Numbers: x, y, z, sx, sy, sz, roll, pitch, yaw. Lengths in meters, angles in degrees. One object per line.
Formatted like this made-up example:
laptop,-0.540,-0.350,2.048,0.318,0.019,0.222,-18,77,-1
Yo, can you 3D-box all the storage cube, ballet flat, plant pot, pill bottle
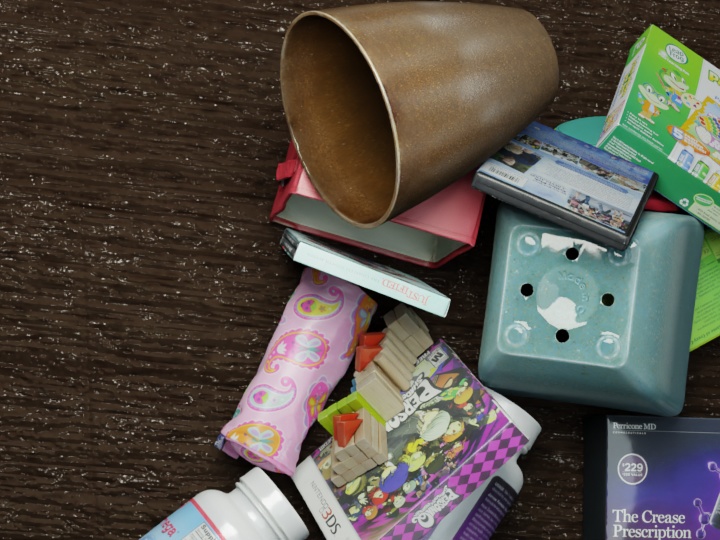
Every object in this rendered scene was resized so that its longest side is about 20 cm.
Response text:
storage cube,0.029,-0.118,1.557,0.200,0.171,0.180,15,80,-8
ballet flat,0.199,-0.110,1.635,0.200,0.067,0.067,-12,126,-37
plant pot,0.205,0.027,1.521,0.196,0.200,0.196,7,87,15
pill bottle,-0.150,0.274,1.515,0.200,0.109,0.109,-37,92,-12
plant pot,0.063,-0.154,1.405,0.200,0.187,0.187,-21,88,-26
pill bottle,0.085,0.211,1.563,0.111,0.111,0.200,36,79,-5

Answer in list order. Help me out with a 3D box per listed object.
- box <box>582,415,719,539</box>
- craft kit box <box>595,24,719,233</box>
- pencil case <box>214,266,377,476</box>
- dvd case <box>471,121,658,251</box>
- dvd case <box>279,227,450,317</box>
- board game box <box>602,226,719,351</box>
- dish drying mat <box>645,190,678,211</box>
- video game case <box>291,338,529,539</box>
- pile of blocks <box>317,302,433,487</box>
box,0.325,0.215,1.625,0.200,0.079,0.141,2,81,-10
craft kit box,0.341,-0.129,1.625,0.200,0.049,0.198,33,39,-6
pencil case,-0.060,0.096,1.565,0.087,0.087,0.200,28,81,-6
dvd case,0.187,-0.080,1.466,0.143,0.200,0.018,24,114,8
dvd case,0.000,0.000,1.525,0.146,0.200,0.022,21,94,-7
board game box,0.333,0.022,1.660,0.200,0.048,0.102,-27,90,-11
dish drying mat,0.217,-0.080,1.563,0.200,0.077,0.018,5,112,-45
video game case,0.040,0.172,1.508,0.200,0.181,0.036,-42,119,1
pile of blocks,0.002,0.105,1.546,0.062,0.082,0.200,48,46,-26
